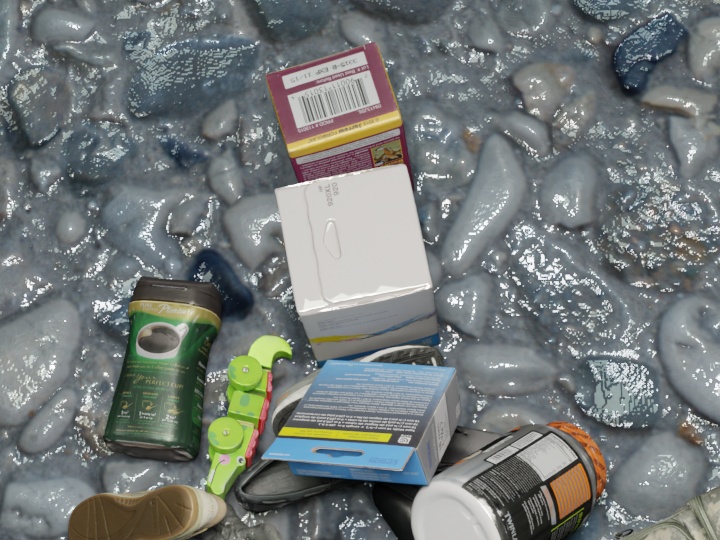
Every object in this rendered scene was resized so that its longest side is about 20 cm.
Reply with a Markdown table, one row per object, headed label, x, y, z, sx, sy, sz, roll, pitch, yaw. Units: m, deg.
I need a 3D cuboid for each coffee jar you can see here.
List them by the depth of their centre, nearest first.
| label | x | y | z | sx | sy | sz | roll | pitch | yaw |
| --- | --- | --- | --- | --- | --- | --- | --- | --- | --- |
| coffee jar | -0.216 | 0.106 | 1.604 | 0.104 | 0.085 | 0.201 | 5 | 71 | 11 |

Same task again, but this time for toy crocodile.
| label | x | y | z | sx | sy | sz | roll | pitch | yaw |
| --- | --- | --- | --- | --- | --- | --- | --- | --- | --- |
| toy crocodile | -0.126 | 0.160 | 1.573 | 0.062 | 0.068 | 0.200 | 14 | 57 | 2 |

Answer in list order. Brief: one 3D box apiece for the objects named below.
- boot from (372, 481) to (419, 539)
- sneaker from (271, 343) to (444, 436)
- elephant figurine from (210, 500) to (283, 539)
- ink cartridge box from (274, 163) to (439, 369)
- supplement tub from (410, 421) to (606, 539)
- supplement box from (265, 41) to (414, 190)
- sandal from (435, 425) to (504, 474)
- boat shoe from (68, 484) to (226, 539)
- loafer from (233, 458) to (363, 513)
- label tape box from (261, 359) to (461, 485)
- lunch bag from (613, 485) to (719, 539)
| label | x | y | z | sx | sy | sz | roll | pitch | yaw |
| --- | --- | --- | --- | --- | --- | --- | --- | --- | --- |
| boot | 0.055 | 0.327 | 1.507 | 0.198 | 0.073 | 0.163 | 35 | 78 | 14 |
| sneaker | -0.006 | 0.124 | 1.581 | 0.200 | 0.079 | 0.074 | -20 | 113 | 1 |
| elephant figurine | -0.112 | 0.318 | 1.477 | 0.141 | 0.155 | 0.200 | -31 | 80 | -42 |
| ink cartridge box | 0.000 | 0.000 | 1.562 | 0.144 | 0.200 | 0.148 | -12 | 69 | 1 |
| supplement tub | 0.155 | 0.231 | 1.456 | 0.200 | 0.123 | 0.123 | -21 | 63 | -45 |
| supplement box | -0.019 | -0.152 | 1.620 | 0.131 | 0.200 | 0.103 | -17 | 69 | -1 |
| sandal | 0.079 | 0.191 | 1.568 | 0.199 | 0.043 | 0.076 | 3 | 70 | 6 |
| boat shoe | -0.230 | 0.268 | 1.535 | 0.200 | 0.065 | 0.072 | -19 | 70 | 34 |
| loafer | -0.037 | 0.201 | 1.515 | 0.200 | 0.070 | 0.068 | -22 | 79 | -5 |
| label tape box | 0.005 | 0.164 | 1.426 | 0.144 | 0.063 | 0.200 | 2 | 25 | 19 |
| lunch bag | 0.361 | 0.329 | 1.448 | 0.167 | 0.139 | 0.200 | -27 | 68 | 12 |
